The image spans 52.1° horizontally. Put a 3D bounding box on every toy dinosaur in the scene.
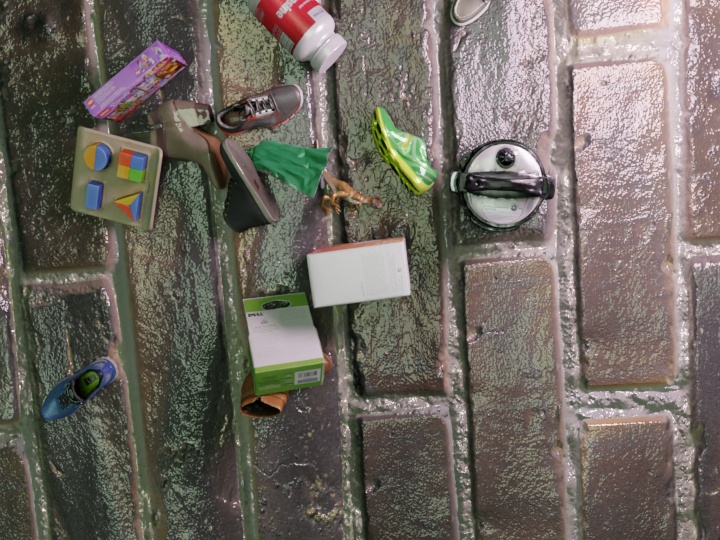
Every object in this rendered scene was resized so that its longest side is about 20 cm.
[{"bbox_3d":[-0.047,-0.172,1.567,0.198,0.061,0.107,36,62,3],"label":"toy dinosaur"}]

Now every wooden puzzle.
[{"bbox_3d":[-0.530,-0.192,1.575,0.196,0.046,0.189,16,110,3],"label":"wooden puzzle"}]

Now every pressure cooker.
[{"bbox_3d":[0.273,-0.171,1.457,0.175,0.200,0.180,-39,93,6],"label":"pressure cooker"}]

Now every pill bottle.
[{"bbox_3d":[-0.125,-0.504,1.498,0.112,0.112,0.200,-45,92,7],"label":"pill bottle"}]

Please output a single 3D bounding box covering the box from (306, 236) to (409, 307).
[{"bbox_3d":[0.000,0.000,1.518,0.195,0.152,0.109,-7,97,4],"label":"box"}]

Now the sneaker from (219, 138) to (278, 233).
[{"bbox_3d":[-0.263,-0.168,1.536,0.104,0.075,0.202,-20,116,17],"label":"sneaker"}]

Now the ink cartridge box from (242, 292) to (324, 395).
[{"bbox_3d":[-0.166,0.149,1.553,0.144,0.202,0.077,-6,136,-13],"label":"ink cartridge box"}]

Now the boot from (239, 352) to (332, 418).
[{"bbox_3d":[-0.159,0.241,1.555,0.195,0.156,0.078,-5,114,5],"label":"boot"}]

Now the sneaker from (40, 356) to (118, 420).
[{"bbox_3d":[-0.635,0.265,1.629,0.199,0.089,0.079,-38,92,7],"label":"sneaker"}]

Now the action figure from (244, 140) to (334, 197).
[{"bbox_3d":[-0.160,-0.227,1.547,0.196,0.055,0.120,18,72,18],"label":"action figure"}]

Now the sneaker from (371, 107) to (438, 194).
[{"bbox_3d":[0.090,-0.255,1.542,0.083,0.074,0.202,-34,90,-18],"label":"sneaker"}]

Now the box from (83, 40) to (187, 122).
[{"bbox_3d":[-0.461,-0.387,1.522,0.199,0.137,0.039,-37,93,7],"label":"box"}]

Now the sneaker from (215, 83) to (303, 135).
[{"bbox_3d":[-0.213,-0.333,1.538,0.196,0.082,0.078,-22,95,6],"label":"sneaker"}]

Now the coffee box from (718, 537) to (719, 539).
[{"bbox_3d":[0.829,0.564,1.551,0.078,0.114,0.204,18,98,2],"label":"coffee box"}]

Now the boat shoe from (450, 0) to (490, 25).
[{"bbox_3d":[0.256,-0.588,1.489,0.072,0.060,0.202,41,97,-1],"label":"boat shoe"}]

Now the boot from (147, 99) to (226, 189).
[{"bbox_3d":[-0.374,-0.264,1.571,0.143,0.070,0.205,-9,95,11],"label":"boot"}]
